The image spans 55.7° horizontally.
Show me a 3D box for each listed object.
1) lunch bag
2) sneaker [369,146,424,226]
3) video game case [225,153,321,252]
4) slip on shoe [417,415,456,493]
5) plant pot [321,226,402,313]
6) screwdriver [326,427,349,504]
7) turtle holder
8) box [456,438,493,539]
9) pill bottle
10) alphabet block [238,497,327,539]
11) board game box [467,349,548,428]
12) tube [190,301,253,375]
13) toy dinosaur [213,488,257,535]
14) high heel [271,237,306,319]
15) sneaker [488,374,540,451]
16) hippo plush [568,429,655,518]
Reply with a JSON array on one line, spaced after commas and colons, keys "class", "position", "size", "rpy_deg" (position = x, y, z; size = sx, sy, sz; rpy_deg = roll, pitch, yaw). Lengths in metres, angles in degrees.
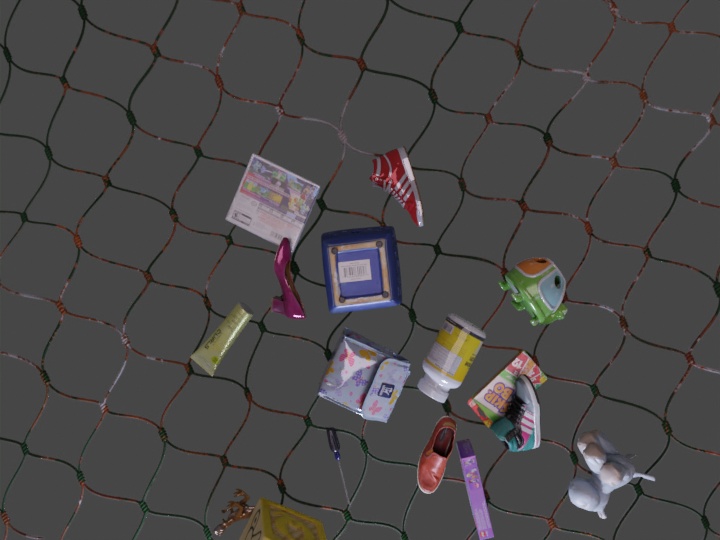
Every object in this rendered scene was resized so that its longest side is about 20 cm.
[{"class": "lunch bag", "position": [0.013, 0.265, 1.703], "size": [0.196, 0.127, 0.173], "rpy_deg": [26, 96, -5]}, {"class": "sneaker", "position": [0.088, -0.196, 1.701], "size": [0.110, 0.071, 0.205], "rpy_deg": [-17, 84, 0]}, {"class": "video game case", "position": [-0.223, -0.173, 1.744], "size": [0.196, 0.023, 0.186], "rpy_deg": [25, 94, 3]}, {"class": "slip on shoe", "position": [0.194, 0.472, 1.734], "size": [0.072, 0.061, 0.205], "rpy_deg": [20, 95, 0]}, {"class": "plant pot", "position": [0.000, 0.000, 1.662], "size": [0.194, 0.180, 0.206], "rpy_deg": [-6, 94, 3]}, {"class": "screwdriver", "position": [-0.053, 0.506, 1.769], "size": [0.027, 0.029, 0.206], "rpy_deg": [-14, 96, 3]}, {"class": "turtle holder", "position": [0.439, 0.056, 1.661], "size": [0.131, 0.141, 0.187], "rpy_deg": [-39, 89, 3]}, {"class": "box", "position": [0.283, 0.539, 1.695], "size": [0.038, 0.137, 0.206], "rpy_deg": [-13, 93, 4]}, {"class": "pill bottle", "position": [0.221, 0.218, 1.694], "size": [0.110, 0.112, 0.204], "rpy_deg": [28, 94, 1]}, {"class": "alphabet block", "position": [-0.204, 0.724, 1.683], "size": [0.193, 0.195, 0.204], "rpy_deg": [27, 95, -17]}, {"class": "board game box", "position": [0.373, 0.305, 1.735], "size": [0.200, 0.030, 0.096], "rpy_deg": [-44, 90, 7]}, {"class": "tube", "position": [-0.352, 0.174, 1.756], "size": [0.201, 0.052, 0.058], "rpy_deg": [-50, 49, 9]}, {"class": "toy dinosaur", "position": [-0.296, 0.626, 1.780], "size": [0.195, 0.061, 0.108], "rpy_deg": [-19, 118, 5]}, {"class": "high heel", "position": [-0.171, 0.022, 1.720], "size": [0.093, 0.067, 0.206], "rpy_deg": [11, 101, 12]}, {"class": "sneaker", "position": [0.375, 0.364, 1.686], "size": [0.118, 0.084, 0.206], "rpy_deg": [-15, 109, -15]}, {"class": "hippo plush", "position": [0.585, 0.508, 1.697], "size": [0.197, 0.160, 0.163], "rpy_deg": [15, 117, -39]}]
